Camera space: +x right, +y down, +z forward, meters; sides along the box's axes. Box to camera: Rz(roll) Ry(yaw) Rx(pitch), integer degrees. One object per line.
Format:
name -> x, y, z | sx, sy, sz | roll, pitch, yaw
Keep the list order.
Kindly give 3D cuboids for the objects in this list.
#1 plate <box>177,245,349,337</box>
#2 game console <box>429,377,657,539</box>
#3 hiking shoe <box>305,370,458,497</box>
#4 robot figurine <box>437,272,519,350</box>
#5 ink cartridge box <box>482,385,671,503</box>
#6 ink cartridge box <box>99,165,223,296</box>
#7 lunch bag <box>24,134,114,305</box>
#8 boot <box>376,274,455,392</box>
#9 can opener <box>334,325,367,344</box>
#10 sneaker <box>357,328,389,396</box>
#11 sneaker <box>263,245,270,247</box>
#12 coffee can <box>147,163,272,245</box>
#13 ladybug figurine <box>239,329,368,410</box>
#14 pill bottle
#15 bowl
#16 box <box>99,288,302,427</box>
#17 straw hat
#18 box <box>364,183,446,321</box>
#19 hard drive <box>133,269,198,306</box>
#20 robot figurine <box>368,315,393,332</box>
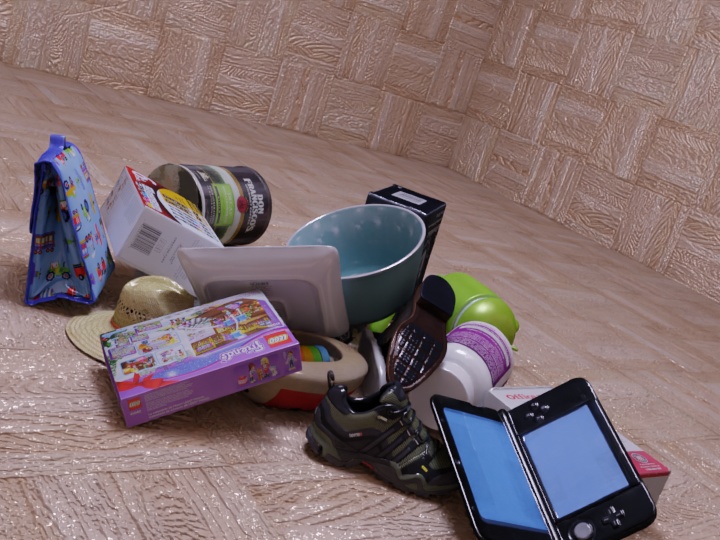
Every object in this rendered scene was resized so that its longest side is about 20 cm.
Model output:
plate -> -0.118, 0.039, 1.089 | 0.196, 0.201, 0.033 | 0, 55, 4
game console -> 0.194, 0.200, 0.930 | 0.117, 0.174, 0.202 | 54, 12, -41
hiking shoe -> 0.043, 0.180, 0.954 | 0.197, 0.102, 0.076 | 17, 15, -6
robot figurine -> 0.180, 0.079, 1.426 | 0.173, 0.117, 0.200 | 15, 15, -31
ink cartridge box -> 0.257, 0.231, 1.070 | 0.143, 0.085, 0.200 | 6, 20, -37
ink cartridge box -> -0.272, -0.050, 1.241 | 0.174, 0.085, 0.200 | 30, 8, -31
lunch bag -> -0.383, -0.075, 1.119 | 0.092, 0.204, 0.151 | -1, 17, -6
boot -> 0.063, 0.101, 1.113 | 0.074, 0.097, 0.201 | 35, 43, -4
can opener -> -0.004, 0.057, 1.275 | 0.199, 0.067, 0.054 | -38, 96, -41
sneaker -> 0.052, 0.134, 1.190 | 0.097, 0.072, 0.200 | 12, 11, -7
sneaker -> -0.108, 0.040, 1.272 | 0.109, 0.078, 0.201 | 13, 29, -8
coffee can -> -0.273, -0.115, 1.534 | 0.145, 0.149, 0.199 | 26, 17, 26
ladybug figurine -> -0.078, 0.125, 1.059 | 0.197, 0.073, 0.135 | 8, 18, -35
pill bottle -> 0.135, 0.144, 1.169 | 0.111, 0.114, 0.200 | 23, 18, 18
bowl -> 0.000, 0.000, 1.195 | 0.197, 0.106, 0.202 | -9, 31, 5
box -> -0.180, 0.092, 0.955 | 0.197, 0.040, 0.137 | -16, 31, -19
straw hat -> -0.257, 0.054, 1.067 | 0.198, 0.086, 0.201 | 17, 14, -4
box -> 0.061, -0.038, 1.560 | 0.116, 0.203, 0.197 | 20, 15, 12
hard drive -> -0.236, 0.023, 1.325 | 0.130, 0.027, 0.199 | 25, 16, 22
robot figurine -> -0.022, 0.029, 1.387 | 0.173, 0.117, 0.200 | 27, 16, 12
